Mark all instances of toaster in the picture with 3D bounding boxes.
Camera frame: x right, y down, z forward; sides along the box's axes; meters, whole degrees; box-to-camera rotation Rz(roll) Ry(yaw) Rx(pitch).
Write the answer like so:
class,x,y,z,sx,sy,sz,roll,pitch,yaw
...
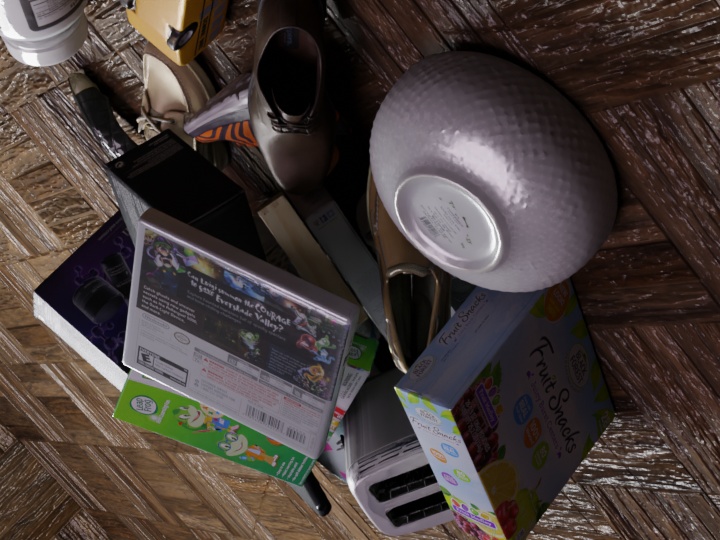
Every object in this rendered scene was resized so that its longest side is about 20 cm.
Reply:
class,x,y,z,sx,sy,sz,roll,pitch,yaw
toaster,0.061,0.160,1.539,0.129,0.200,0.114,-89,-26,-55

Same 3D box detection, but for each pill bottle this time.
class,x,y,z,sx,sy,sz,roll,pitch,yaw
pill bottle,-0.311,-0.282,1.520,0.111,0.111,0.200,33,155,24

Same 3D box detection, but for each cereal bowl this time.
class,x,y,z,sx,sy,sz,roll,pitch,yaw
cereal bowl,0.087,-0.059,1.235,0.200,0.083,0.200,25,143,20

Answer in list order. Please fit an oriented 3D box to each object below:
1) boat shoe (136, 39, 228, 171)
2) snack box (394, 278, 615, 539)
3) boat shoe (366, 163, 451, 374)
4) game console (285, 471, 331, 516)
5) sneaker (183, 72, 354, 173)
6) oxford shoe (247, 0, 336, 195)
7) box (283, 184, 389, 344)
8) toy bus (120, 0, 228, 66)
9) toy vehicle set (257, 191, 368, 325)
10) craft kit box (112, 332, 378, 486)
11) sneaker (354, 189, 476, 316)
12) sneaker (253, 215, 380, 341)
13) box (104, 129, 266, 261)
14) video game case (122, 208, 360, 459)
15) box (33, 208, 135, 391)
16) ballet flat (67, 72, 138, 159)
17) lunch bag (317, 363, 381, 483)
class,x,y,z,sx,sy,sz,roll,pitch,yaw
boat shoe,-0.178,-0.145,1.595,0.072,0.065,0.200,34,156,25
snack box,0.127,0.110,1.396,0.068,0.169,0.200,20,147,37
boat shoe,0.043,-0.011,1.352,0.076,0.072,0.200,-51,-47,-77
game console,-0.110,0.149,1.701,0.177,0.031,0.200,44,165,46
sneaker,-0.080,-0.117,1.465,0.112,0.078,0.200,51,156,-15
oxford shoe,-0.058,-0.131,1.326,0.073,0.085,0.200,-3,132,3
box,0.000,0.000,1.518,0.200,0.036,0.144,57,179,-24
toy bus,-0.146,-0.243,1.353,0.065,0.078,0.200,42,157,7
toy vehicle set,-0.045,-0.011,1.456,0.124,0.026,0.200,56,179,-5
craft kit box,-0.110,0.100,1.522,0.197,0.049,0.200,23,136,-5
sneaker,0.077,0.008,1.435,0.200,0.066,0.090,53,158,-16
sneaker,-0.058,0.001,1.619,0.200,0.075,0.087,39,163,23
box,-0.150,-0.012,1.564,0.141,0.079,0.200,42,156,44
video game case,-0.106,0.056,1.405,0.200,0.023,0.182,25,135,12
box,-0.232,0.012,1.783,0.141,0.200,0.079,41,157,5
ballet flat,-0.238,-0.134,1.758,0.200,0.057,0.066,50,-177,-1
lunch bag,-0.040,0.124,1.721,0.170,0.122,0.200,57,174,-27
